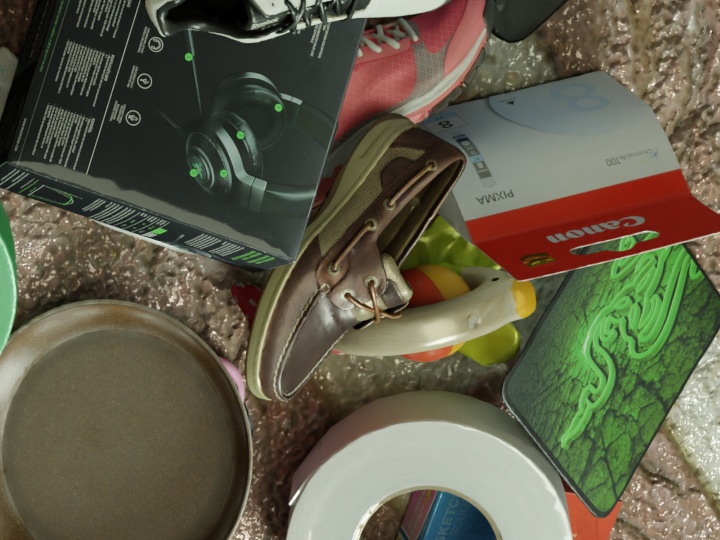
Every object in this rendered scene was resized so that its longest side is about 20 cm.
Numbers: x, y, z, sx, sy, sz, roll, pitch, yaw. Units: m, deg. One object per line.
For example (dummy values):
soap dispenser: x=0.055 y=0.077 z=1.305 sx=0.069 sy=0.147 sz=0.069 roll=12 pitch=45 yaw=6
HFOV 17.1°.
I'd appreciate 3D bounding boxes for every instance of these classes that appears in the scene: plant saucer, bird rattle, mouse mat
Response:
plant saucer: x=-0.162 y=0.118 z=1.555 sx=0.200 sy=0.032 sz=0.201 roll=0 pitch=92 yaw=13
bird rattle: x=0.024 y=0.021 z=1.581 sx=0.199 sy=0.163 sz=0.113 roll=-8 pitch=96 yaw=-29
mouse mat: x=0.182 y=0.055 z=1.685 sx=0.161 sy=0.008 sz=0.200 roll=50 pitch=62 yaw=-36

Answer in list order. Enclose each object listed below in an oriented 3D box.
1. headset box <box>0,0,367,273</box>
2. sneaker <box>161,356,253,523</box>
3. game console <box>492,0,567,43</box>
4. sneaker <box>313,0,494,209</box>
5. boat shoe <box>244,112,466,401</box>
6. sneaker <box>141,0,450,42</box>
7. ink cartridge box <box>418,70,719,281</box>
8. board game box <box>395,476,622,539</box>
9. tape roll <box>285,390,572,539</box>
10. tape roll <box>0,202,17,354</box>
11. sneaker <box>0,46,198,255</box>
headset box: x=-0.105 y=-0.108 z=1.450 sx=0.199 sy=0.093 sz=0.175 roll=18 pitch=80 yaw=-16
sneaker: x=-0.132 y=0.156 z=1.602 sx=0.079 sy=0.095 sz=0.200 roll=22 pitch=103 yaw=-31
game console: x=0.123 y=-0.254 z=1.522 sx=0.176 sy=0.116 sz=0.200 roll=-42 pitch=120 yaw=-2
sneaker: x=0.000 y=-0.126 z=1.547 sx=0.200 sy=0.074 sz=0.087 roll=-41 pitch=116 yaw=3
boat shoe: x=0.000 y=0.000 z=1.493 sx=0.200 sy=0.072 sz=0.072 roll=-58 pitch=153 yaw=-9
sneaker: x=-0.037 y=-0.161 z=1.380 sx=0.199 sy=0.080 sz=0.074 roll=-1 pitch=138 yaw=-13
ink cartridge box: x=0.130 y=-0.064 z=1.555 sx=0.160 sy=0.200 sz=0.047 roll=-13 pitch=116 yaw=-17
board game box: x=0.089 y=0.239 z=1.758 sx=0.153 sy=0.040 sz=0.201 roll=12 pitch=106 yaw=-26
tape roll: x=0.047 y=0.187 z=1.659 sx=0.202 sy=0.071 sz=0.203 roll=1 pitch=105 yaw=2
tape roll: x=-0.311 y=0.005 z=1.463 sx=0.200 sy=0.048 sz=0.201 roll=-4 pitch=121 yaw=-7
sneaker: x=-0.157 y=-0.075 z=1.513 sx=0.200 sy=0.075 sz=0.089 roll=25 pitch=89 yaw=-28
